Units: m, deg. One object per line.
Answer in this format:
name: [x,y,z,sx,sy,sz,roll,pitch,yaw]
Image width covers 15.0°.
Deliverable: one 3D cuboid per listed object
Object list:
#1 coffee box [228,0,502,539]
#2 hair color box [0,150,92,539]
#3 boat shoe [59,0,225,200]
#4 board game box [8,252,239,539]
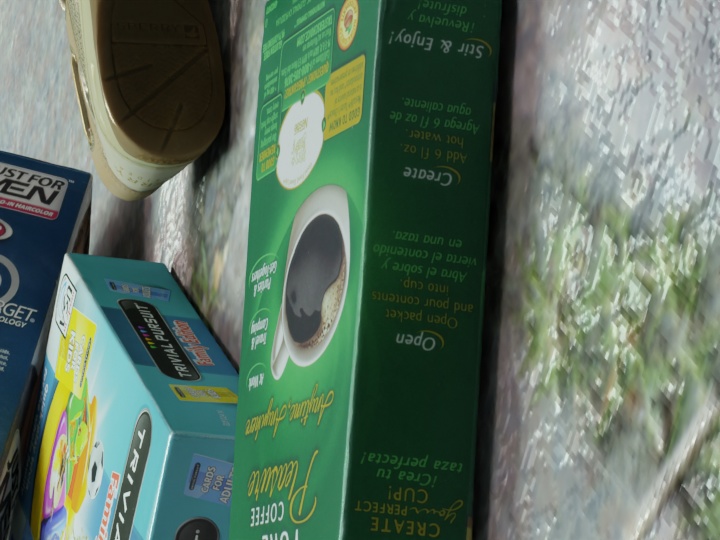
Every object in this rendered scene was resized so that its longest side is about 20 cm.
coffee box: [0.000,0.000,0.848,0.123,0.044,0.201,154,121,-68]
hair color box: [-0.167,0.057,1.169,0.100,0.060,0.201,103,180,-57]
boat shoe: [-0.097,-0.129,1.124,0.065,0.071,0.201,137,135,-60]
board game box: [-0.090,0.097,1.060,0.200,0.047,0.152,-132,52,-65]
